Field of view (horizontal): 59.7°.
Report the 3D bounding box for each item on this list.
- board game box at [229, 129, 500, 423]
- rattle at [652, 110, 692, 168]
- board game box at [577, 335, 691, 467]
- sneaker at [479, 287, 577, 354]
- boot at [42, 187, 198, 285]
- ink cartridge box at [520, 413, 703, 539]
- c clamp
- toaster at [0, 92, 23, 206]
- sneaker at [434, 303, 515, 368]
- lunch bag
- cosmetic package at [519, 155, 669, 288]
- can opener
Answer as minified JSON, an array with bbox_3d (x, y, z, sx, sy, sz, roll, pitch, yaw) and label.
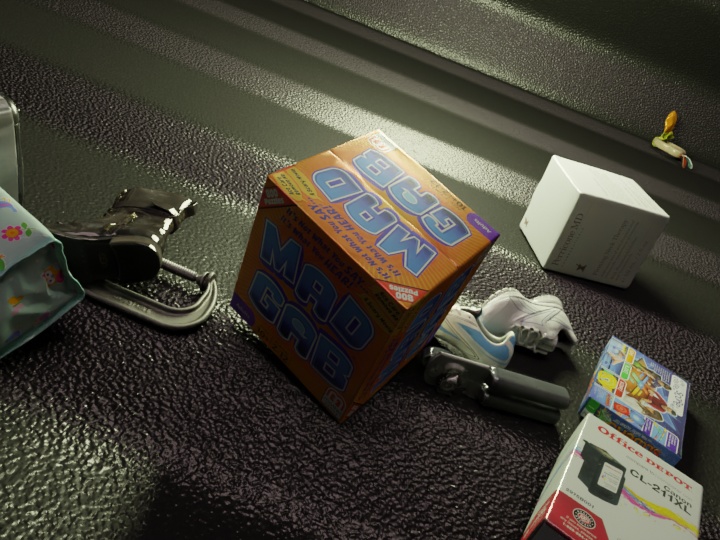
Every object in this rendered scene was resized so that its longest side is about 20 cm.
[{"bbox_3d":[0.000,0.000,0.729,0.199,0.202,0.198,42,44,16],"label":"board game box"},{"bbox_3d":[1.194,-0.482,2.335,0.129,0.144,0.201,32,21,-16],"label":"rattle"},{"bbox_3d":[0.399,0.183,0.903,0.134,0.035,0.199,33,33,17],"label":"board game box"},{"bbox_3d":[0.250,0.081,0.939,0.195,0.076,0.088,1,40,-29],"label":"sneaker"},{"bbox_3d":[-0.311,-0.053,0.778,0.193,0.071,0.176,6,30,-7],"label":"boot"},{"bbox_3d":[0.260,0.263,0.648,0.144,0.084,0.199,32,33,18],"label":"ink cartridge box"},{"bbox_3d":[-0.261,0.000,0.789,0.196,0.028,0.171,26,31,8],"label":"c clamp"},{"bbox_3d":[-0.473,-0.126,0.709,0.197,0.184,0.118,31,35,19],"label":"toaster"},{"bbox_3d":[0.123,0.066,0.869,0.197,0.074,0.072,31,9,9],"label":"sneaker"},{"bbox_3d":[-0.400,0.013,0.588,0.169,0.123,0.200,36,59,18],"label":"lunch bag"},{"bbox_3d":[0.453,-0.096,1.240,0.194,0.171,0.168,12,32,-13],"label":"cosmetic package"},{"bbox_3d":[0.173,0.140,0.815,0.194,0.054,0.068,17,31,-10],"label":"can opener"}]
